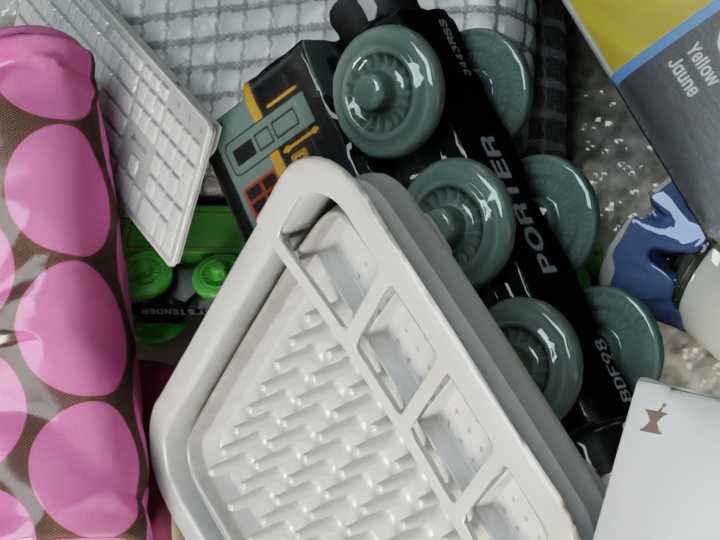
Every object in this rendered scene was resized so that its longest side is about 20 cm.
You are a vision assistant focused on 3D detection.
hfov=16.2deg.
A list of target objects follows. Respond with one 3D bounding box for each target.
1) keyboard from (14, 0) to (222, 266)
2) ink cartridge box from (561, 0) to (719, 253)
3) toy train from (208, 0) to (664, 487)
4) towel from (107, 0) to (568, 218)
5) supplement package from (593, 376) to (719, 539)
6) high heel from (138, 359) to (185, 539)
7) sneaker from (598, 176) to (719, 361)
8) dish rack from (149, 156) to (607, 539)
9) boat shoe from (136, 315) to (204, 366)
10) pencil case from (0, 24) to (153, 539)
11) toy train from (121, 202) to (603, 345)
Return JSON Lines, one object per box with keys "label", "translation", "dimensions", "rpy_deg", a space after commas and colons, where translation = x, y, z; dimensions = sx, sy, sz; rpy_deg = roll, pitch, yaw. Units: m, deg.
{"label": "keyboard", "translation": [-0.100, -0.070, 0.977], "dimensions": [0.200, 0.011, 0.057], "rpy_deg": [48, 121, 53]}
{"label": "ink cartridge box", "translation": [0.161, -0.134, 0.871], "dimensions": [0.200, 0.047, 0.198], "rpy_deg": [-37, 59, 14]}
{"label": "toy train", "translation": [0.024, -0.001, 0.893], "dimensions": [0.114, 0.085, 0.201], "rpy_deg": [-33, 76, 33]}
{"label": "towel", "translation": [-0.013, -0.105, 1.016], "dimensions": [0.199, 0.086, 0.167], "rpy_deg": [-6, 73, 25]}
{"label": "supplement package", "translation": [0.151, 0.120, 0.782], "dimensions": [0.113, 0.200, 0.110], "rpy_deg": [10, 76, 29]}
{"label": "high heel", "translation": [-0.090, 0.136, 0.963], "dimensions": [0.096, 0.067, 0.201], "rpy_deg": [19, 99, 32]}
{"label": "sneaker", "translation": [0.192, -0.025, 0.894], "dimensions": [0.199, 0.081, 0.115], "rpy_deg": [-46, 68, 5]}
{"label": "dish rack", "translation": [0.008, 0.071, 0.834], "dimensions": [0.172, 0.043, 0.200], "rpy_deg": [57, 143, 19]}
{"label": "boat shoe", "translation": [-0.126, 0.048, 1.021], "dimensions": [0.199, 0.068, 0.072], "rpy_deg": [-14, 66, 21]}
{"label": "pencil case", "translation": [-0.132, 0.016, 0.924], "dimensions": [0.093, 0.091, 0.201], "rpy_deg": [-12, 73, 21]}
{"label": "toy train", "translation": [0.000, 0.000, 0.972], "dimensions": [0.199, 0.042, 0.057], "rpy_deg": [1, 50, 9]}
